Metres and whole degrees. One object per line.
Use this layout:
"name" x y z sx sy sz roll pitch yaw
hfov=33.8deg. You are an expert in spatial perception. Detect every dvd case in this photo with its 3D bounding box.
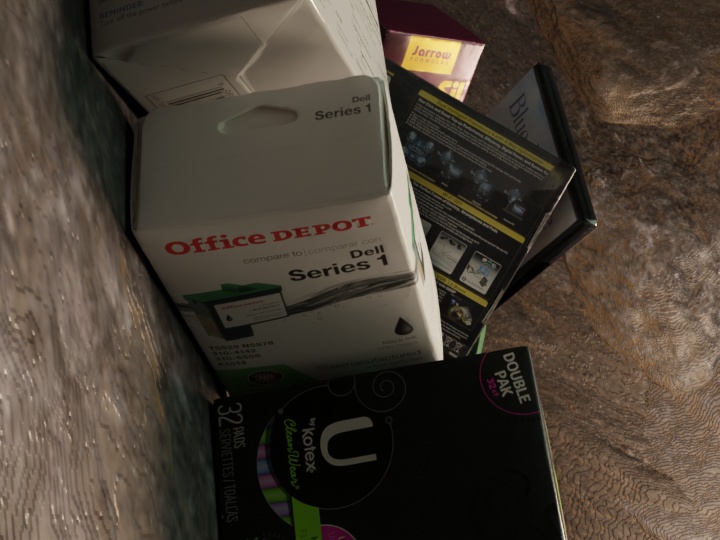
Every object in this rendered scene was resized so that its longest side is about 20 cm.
"dvd case" 0.099 -0.044 0.920 0.200 0.017 0.143 -45 -134 46

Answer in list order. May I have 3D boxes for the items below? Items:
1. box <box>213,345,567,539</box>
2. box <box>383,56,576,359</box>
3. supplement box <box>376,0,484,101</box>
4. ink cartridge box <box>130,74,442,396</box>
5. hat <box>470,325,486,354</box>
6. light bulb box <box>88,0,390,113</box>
"box" 0.024 0.147 0.740 0.124 0.199 0.149 66 16 -67
"box" 0.023 -0.051 0.822 0.162 0.199 0.049 -61 177 7
"supplement box" 0.013 -0.128 1.031 0.086 0.110 0.201 47 -53 43
"ink cartridge box" -0.036 -0.010 0.706 0.200 0.145 0.085 70 14 -55
"hat" 0.006 0.072 1.085 0.166 0.175 0.201 -50 151 -43
"light bulb box" -0.069 -0.187 0.713 0.198 0.124 0.201 50 30 -66
